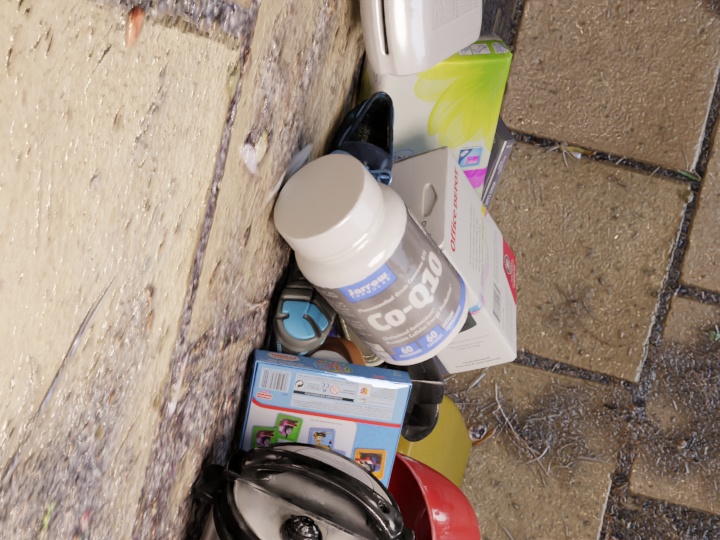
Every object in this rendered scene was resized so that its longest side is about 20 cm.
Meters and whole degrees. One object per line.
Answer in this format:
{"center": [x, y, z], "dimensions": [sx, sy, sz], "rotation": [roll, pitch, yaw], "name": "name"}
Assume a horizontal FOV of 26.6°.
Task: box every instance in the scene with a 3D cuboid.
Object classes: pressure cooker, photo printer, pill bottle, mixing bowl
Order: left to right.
{"center": [-0.054, 0.250, 1.328], "dimensions": [0.179, 0.175, 0.201], "rotation": [56, -44, 43], "name": "pressure cooker"}
{"center": [0.010, -0.010, 1.397], "dimensions": [0.200, 0.113, 0.114], "rotation": [49, 49, -43], "name": "pill bottle"}
{"center": [0.051, 0.277, 1.540], "dimensions": [0.200, 0.108, 0.202], "rotation": [-11, -103, 53], "name": "mixing bowl"}
{"center": [0.058, -0.284, 1.497], "dimensions": [0.200, 0.069, 0.168], "rotation": [-40, 132, -58], "name": "photo printer"}

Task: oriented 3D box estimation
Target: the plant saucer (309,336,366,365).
{"center": [-0.045, 0.168, 1.583], "dimensions": [0.200, 0.032, 0.202], "rotation": [-39, -134, 55], "name": "plant saucer"}

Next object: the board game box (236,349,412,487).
{"center": [-0.045, 0.183, 1.455], "dimensions": [0.037, 0.150, 0.201], "rotation": [-110, -149, -71], "name": "board game box"}

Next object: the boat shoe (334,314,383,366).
{"center": [-0.003, 0.000, 1.597], "dimensions": [0.060, 0.072, 0.203], "rotation": [9, 76, -84], "name": "boat shoe"}

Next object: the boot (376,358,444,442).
{"center": [0.045, 0.112, 1.704], "dimensions": [0.201, 0.065, 0.166], "rotation": [-114, -167, -46], "name": "boot"}

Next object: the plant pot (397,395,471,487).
{"center": [0.026, 0.237, 1.966], "dimensions": [0.200, 0.194, 0.195], "rotation": [81, 24, -56], "name": "plant pot"}

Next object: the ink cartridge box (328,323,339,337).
{"center": [-0.023, 0.024, 1.744], "dimensions": [0.200, 0.042, 0.120], "rotation": [-69, 171, -58], "name": "ink cartridge box"}

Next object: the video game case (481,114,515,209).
{"center": [0.116, -0.131, 1.801], "dimensions": [0.143, 0.019, 0.201], "rotation": [60, -31, 33], "name": "video game case"}

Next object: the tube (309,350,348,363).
{"center": [-0.069, 0.156, 1.543], "dimensions": [0.200, 0.050, 0.078], "rotation": [-55, -176, 45], "name": "tube"}

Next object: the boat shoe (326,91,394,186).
{"center": [-0.007, -0.106, 1.515], "dimensions": [0.069, 0.084, 0.201], "rotation": [123, -22, -44], "name": "boat shoe"}

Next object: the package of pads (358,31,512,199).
{"center": [0.071, -0.165, 1.674], "dimensions": [0.068, 0.153, 0.201], "rotation": [-116, -152, -48], "name": "package of pads"}

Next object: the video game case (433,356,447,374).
{"center": [0.056, 0.020, 1.807], "dimensions": [0.200, 0.019, 0.144], "rotation": [-122, -161, -65], "name": "video game case"}

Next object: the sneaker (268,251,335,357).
{"center": [-0.045, 0.010, 1.509], "dimensions": [0.201, 0.073, 0.082], "rotation": [-62, -179, -40], "name": "sneaker"}

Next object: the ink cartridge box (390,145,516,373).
{"center": [0.093, -0.010, 1.617], "dimensions": [0.200, 0.082, 0.146], "rotation": [53, 31, -43], "name": "ink cartridge box"}
